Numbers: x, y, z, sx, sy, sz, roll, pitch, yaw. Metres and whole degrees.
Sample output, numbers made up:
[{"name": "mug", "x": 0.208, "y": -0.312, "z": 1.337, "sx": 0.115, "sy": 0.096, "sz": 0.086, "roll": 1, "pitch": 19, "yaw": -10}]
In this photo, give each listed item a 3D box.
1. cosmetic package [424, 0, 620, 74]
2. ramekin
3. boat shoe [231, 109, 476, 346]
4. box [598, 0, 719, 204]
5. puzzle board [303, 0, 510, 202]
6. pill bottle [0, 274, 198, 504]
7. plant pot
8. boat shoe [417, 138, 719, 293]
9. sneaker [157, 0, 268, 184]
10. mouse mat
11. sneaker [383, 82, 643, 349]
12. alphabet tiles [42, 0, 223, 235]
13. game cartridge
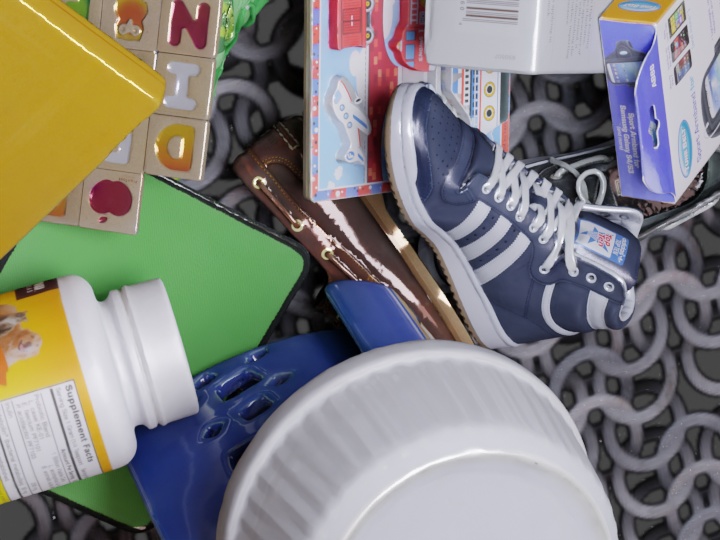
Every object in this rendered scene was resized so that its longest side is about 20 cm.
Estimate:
[{"name": "cosmetic package", "x": 0.114, "y": -0.163, "z": 1.535, "sx": 0.200, "sy": 0.074, "sz": 0.102, "roll": -7, "pitch": 103, "yaw": -62}, {"name": "ramekin", "x": 0.037, "y": 0.142, "z": 1.349, "sx": 0.202, "sy": 0.094, "sz": 0.203, "roll": -7, "pitch": 112, "yaw": -19}, {"name": "boat shoe", "x": 0.000, "y": 0.000, "z": 1.575, "sx": 0.070, "sy": 0.070, "sz": 0.200, "roll": -36, "pitch": 101, "yaw": -7}, {"name": "box", "x": 0.190, "y": -0.129, "z": 1.571, "sx": 0.200, "sy": 0.041, "sz": 0.119, "roll": -47, "pitch": 137, "yaw": -43}, {"name": "puzzle board", "x": 0.031, "y": -0.144, "z": 1.524, "sx": 0.150, "sy": 0.017, "sz": 0.201, "roll": -9, "pitch": 106, "yaw": -39}, {"name": "pill bottle", "x": -0.193, "y": 0.069, "z": 1.468, "sx": 0.200, "sy": 0.109, "sz": 0.110, "roll": -17, "pitch": 104, "yaw": -6}, {"name": "plant pot", "x": 0.005, "y": 0.135, "z": 1.495, "sx": 0.180, "sy": 0.200, "sz": 0.200, "roll": -39, "pitch": 119, "yaw": 2}, {"name": "boat shoe", "x": 0.133, "y": -0.033, "z": 1.618, "sx": 0.199, "sy": 0.068, "sz": 0.074, "roll": -15, "pitch": 103, "yaw": -18}, {"name": "sneaker", "x": -0.085, "y": -0.141, "z": 1.512, "sx": 0.083, "sy": 0.074, "sz": 0.200, "roll": 1, "pitch": 107, "yaw": -40}, {"name": "mouse mat", "x": -0.140, "y": 0.040, "z": 1.532, "sx": 0.161, "sy": 0.008, "sz": 0.200, "roll": 27, "pitch": 103, "yaw": -20}, {"name": "sneaker", "x": 0.091, "y": -0.034, "z": 1.510, "sx": 0.200, "sy": 0.108, "sz": 0.070, "roll": 61, "pitch": 35, "yaw": -42}, {"name": "alphabet tiles", "x": -0.157, "y": -0.124, "z": 1.477, "sx": 0.166, "sy": 0.006, "sz": 0.201, "roll": 8, "pitch": 96, "yaw": 13}, {"name": "game cartridge", "x": -0.230, "y": -0.086, "z": 1.431, "sx": 0.176, "sy": 0.032, "sz": 0.200, "roll": 37, "pitch": 122, "yaw": -22}]
